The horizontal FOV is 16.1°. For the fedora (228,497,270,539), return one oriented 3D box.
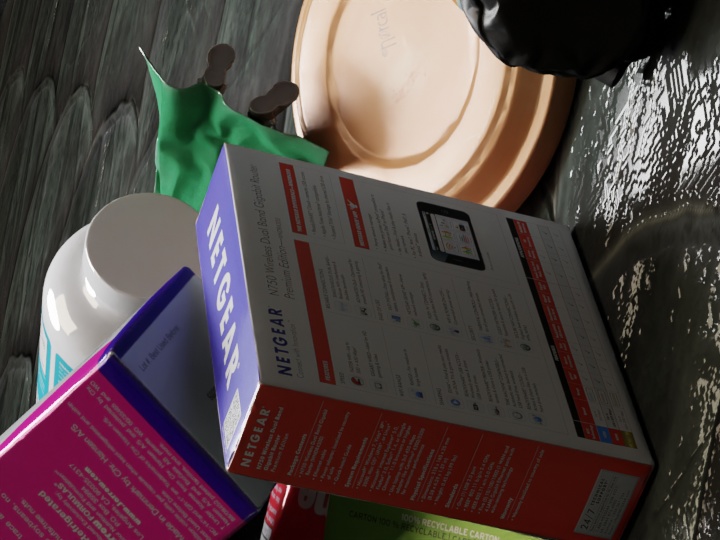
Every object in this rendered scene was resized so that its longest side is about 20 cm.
[{"bbox_3d":[-0.073,0.126,1.338,0.092,0.200,0.201,-146,69,-77],"label":"fedora"}]

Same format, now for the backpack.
[{"bbox_3d":[0.086,-0.201,1.200,0.200,0.126,0.167,-97,21,-58],"label":"backpack"}]

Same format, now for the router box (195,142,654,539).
[{"bbox_3d":[0.023,0.030,1.145,0.200,0.179,0.049,-101,29,-57],"label":"router box"}]

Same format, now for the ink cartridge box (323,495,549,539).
[{"bbox_3d":[0.004,0.207,1.128,0.147,0.076,0.201,9,90,37],"label":"ink cartridge box"}]

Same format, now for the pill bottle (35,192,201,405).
[{"bbox_3d":[-0.124,0.042,1.424,0.200,0.110,0.111,104,170,-56],"label":"pill bottle"}]

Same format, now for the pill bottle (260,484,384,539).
[{"bbox_3d":[0.007,0.136,1.248,0.112,0.112,0.201,-148,70,-74],"label":"pill bottle"}]

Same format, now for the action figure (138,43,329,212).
[{"bbox_3d":[-0.078,-0.040,1.426,0.055,0.118,0.200,-48,-15,-35],"label":"action figure"}]

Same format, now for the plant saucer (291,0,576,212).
[{"bbox_3d":[0.030,-0.110,1.334,0.200,0.032,0.201,-6,81,46],"label":"plant saucer"}]

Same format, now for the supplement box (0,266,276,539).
[{"bbox_3d":[-0.129,0.109,1.199,0.200,0.103,0.101,-39,7,28],"label":"supplement box"}]
